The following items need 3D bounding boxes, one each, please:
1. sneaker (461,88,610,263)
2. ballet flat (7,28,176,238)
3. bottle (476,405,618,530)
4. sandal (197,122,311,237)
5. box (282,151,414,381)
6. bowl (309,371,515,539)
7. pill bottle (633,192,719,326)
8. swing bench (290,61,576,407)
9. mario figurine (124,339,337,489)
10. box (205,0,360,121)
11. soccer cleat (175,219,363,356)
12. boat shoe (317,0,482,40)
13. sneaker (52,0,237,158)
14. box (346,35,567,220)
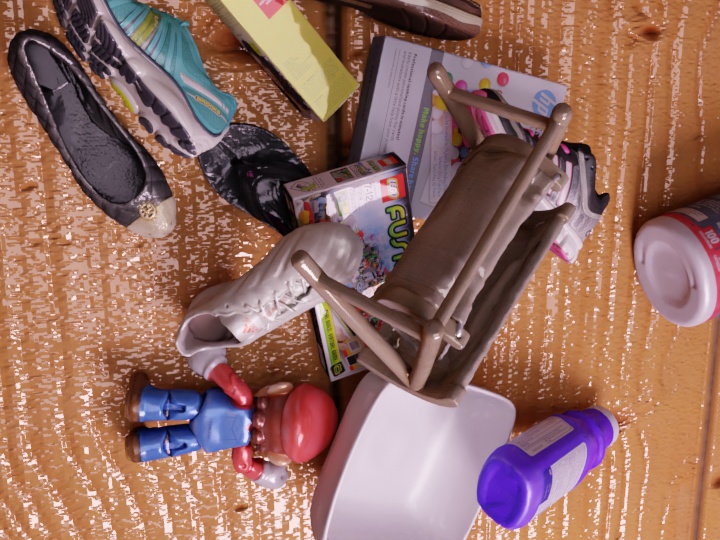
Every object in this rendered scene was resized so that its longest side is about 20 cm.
[{"bbox_3d":[0.169,-0.103,0.751,0.087,0.074,0.200,-44,116,-5],"label":"sneaker"},{"bbox_3d":[-0.225,-0.107,0.670,0.066,0.057,0.201,-37,111,-6],"label":"ballet flat"},{"bbox_3d":[0.203,0.195,0.838,0.198,0.065,0.085,-17,130,-43],"label":"bottle"},{"bbox_3d":[-0.063,-0.061,0.738,0.200,0.048,0.076,41,89,-22],"label":"sandal"},{"bbox_3d":[0.000,0.000,0.752,0.108,0.035,0.203,-18,122,-12],"label":"box"},{"bbox_3d":[0.043,0.190,0.798,0.198,0.074,0.203,18,97,-38],"label":"bowl"},{"bbox_3d":[0.410,-0.029,0.862,0.197,0.119,0.122,-21,108,-13],"label":"pill bottle"},{"bbox_3d":[0.075,-0.014,0.643,0.201,0.128,0.201,-56,151,-15],"label":"swing bench"},{"bbox_3d":[-0.120,0.140,0.766,0.196,0.107,0.125,3,138,-8],"label":"mario figurine"},{"bbox_3d":[-0.087,-0.219,0.682,0.050,0.075,0.200,-43,110,-4],"label":"box"},{"bbox_3d":[-0.080,0.023,0.689,0.198,0.078,0.070,-26,112,31],"label":"soccer cleat"},{"bbox_3d":[0.023,-0.266,0.708,0.199,0.075,0.076,13,92,-20],"label":"boat shoe"},{"bbox_3d":[-0.183,-0.189,0.669,0.201,0.077,0.080,52,58,-19],"label":"sneaker"},{"bbox_3d":[0.091,-0.124,0.779,0.196,0.041,0.159,10,100,-21],"label":"box"}]
